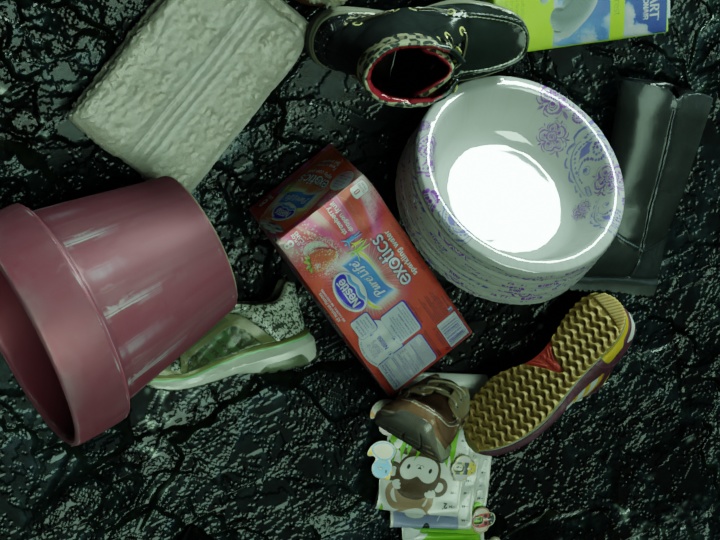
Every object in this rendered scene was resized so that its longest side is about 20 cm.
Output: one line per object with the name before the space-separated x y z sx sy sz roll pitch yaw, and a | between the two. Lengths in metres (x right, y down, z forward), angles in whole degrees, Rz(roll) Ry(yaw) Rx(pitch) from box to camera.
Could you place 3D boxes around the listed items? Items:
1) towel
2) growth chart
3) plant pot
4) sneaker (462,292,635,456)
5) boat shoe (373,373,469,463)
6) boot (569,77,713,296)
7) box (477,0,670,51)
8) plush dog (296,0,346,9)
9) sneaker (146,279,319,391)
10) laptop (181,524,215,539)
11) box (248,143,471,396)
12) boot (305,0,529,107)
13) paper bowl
towel | -0.144 -0.170 1.650 0.132 0.034 0.200 39 92 -27
growth chart | 0.074 0.189 1.878 0.144 0.018 0.202 -6 109 -21
plant pot | -0.209 0.017 1.606 0.178 0.200 0.201 -28 117 -20
sneaker | 0.188 0.112 1.858 0.200 0.075 0.090 -41 152 3
boat shoe | 0.061 0.127 1.752 0.075 0.200 0.072 31 87 5
boot | 0.236 -0.083 1.816 0.164 0.066 0.202 4 110 -32
box | 0.202 -0.268 1.748 0.198 0.048 0.123 -10 113 -18
plush dog | -0.028 -0.318 1.568 0.171 0.199 0.162 29 78 -30
sneaker | -0.136 0.052 1.722 0.198 0.077 0.089 -11 100 -24
laptop | -0.171 0.376 1.852 0.187 0.115 0.201 42 62 -29
box | 0.000 0.000 1.734 0.099 0.095 0.200 -38 118 -3
boot | 0.068 -0.179 1.628 0.202 0.154 0.074 -2 109 -18
paper bowl | 0.127 -0.064 1.726 0.199 0.202 0.104 -1 154 -22
